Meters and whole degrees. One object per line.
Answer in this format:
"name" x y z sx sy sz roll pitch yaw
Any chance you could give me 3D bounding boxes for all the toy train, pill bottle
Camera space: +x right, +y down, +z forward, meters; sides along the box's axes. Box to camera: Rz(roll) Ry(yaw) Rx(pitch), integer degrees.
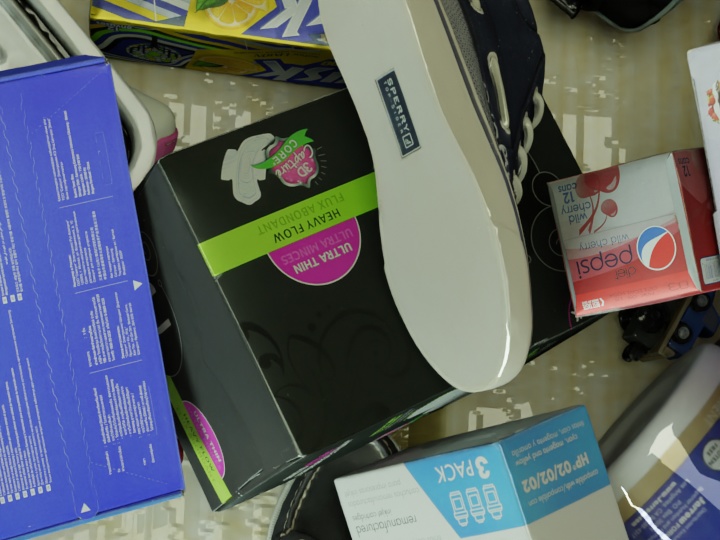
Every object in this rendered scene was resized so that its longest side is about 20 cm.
"toy train" 0.197 -0.030 1.011 0.046 0.034 0.201 36 76 -10
"pill bottle" 0.204 0.143 0.933 0.200 0.120 0.120 42 77 1

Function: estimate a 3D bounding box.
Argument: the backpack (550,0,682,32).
"backpack" 0.149 -0.244 0.962 0.177 0.200 0.151 42 57 3

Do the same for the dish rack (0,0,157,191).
"dish rack" -0.212 -0.054 0.880 0.200 0.044 0.172 -40 90 -11

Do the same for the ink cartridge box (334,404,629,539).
"ink cartridge box" 0.075 0.175 0.896 0.068 0.115 0.201 -17 89 -44

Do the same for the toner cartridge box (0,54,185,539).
"toner cartridge box" -0.142 0.012 0.844 0.094 0.043 0.201 -13 103 -19

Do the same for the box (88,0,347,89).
"box" -0.037 -0.138 0.985 0.199 0.064 0.071 7 78 -5

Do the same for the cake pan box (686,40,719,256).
"cake pan box" 0.228 -0.014 0.865 0.184 0.052 0.201 -10 91 -46

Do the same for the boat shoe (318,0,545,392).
"boat shoe" 0.054 -0.052 0.841 0.092 0.074 0.201 -13 87 -43

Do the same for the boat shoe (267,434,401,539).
"boat shoe" -0.025 0.166 0.928 0.074 0.060 0.201 22 76 3

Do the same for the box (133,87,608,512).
"box" 0.000 0.000 0.908 0.199 0.124 0.149 -24 82 -29

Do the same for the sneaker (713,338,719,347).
"sneaker" 0.278 0.018 0.984 0.199 0.089 0.074 -30 83 -13

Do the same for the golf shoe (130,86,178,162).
"golf shoe" -0.179 -0.113 0.943 0.199 0.075 0.092 20 113 -4

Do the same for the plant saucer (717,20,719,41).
"plant saucer" 0.249 -0.201 0.963 0.037 0.200 0.201 30 77 -1

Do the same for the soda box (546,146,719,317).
"soda box" 0.172 -0.024 0.899 0.199 0.070 0.064 -9 86 -51

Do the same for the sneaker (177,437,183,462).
"sneaker" -0.180 0.067 0.924 0.199 0.071 0.113 -5 77 -10
